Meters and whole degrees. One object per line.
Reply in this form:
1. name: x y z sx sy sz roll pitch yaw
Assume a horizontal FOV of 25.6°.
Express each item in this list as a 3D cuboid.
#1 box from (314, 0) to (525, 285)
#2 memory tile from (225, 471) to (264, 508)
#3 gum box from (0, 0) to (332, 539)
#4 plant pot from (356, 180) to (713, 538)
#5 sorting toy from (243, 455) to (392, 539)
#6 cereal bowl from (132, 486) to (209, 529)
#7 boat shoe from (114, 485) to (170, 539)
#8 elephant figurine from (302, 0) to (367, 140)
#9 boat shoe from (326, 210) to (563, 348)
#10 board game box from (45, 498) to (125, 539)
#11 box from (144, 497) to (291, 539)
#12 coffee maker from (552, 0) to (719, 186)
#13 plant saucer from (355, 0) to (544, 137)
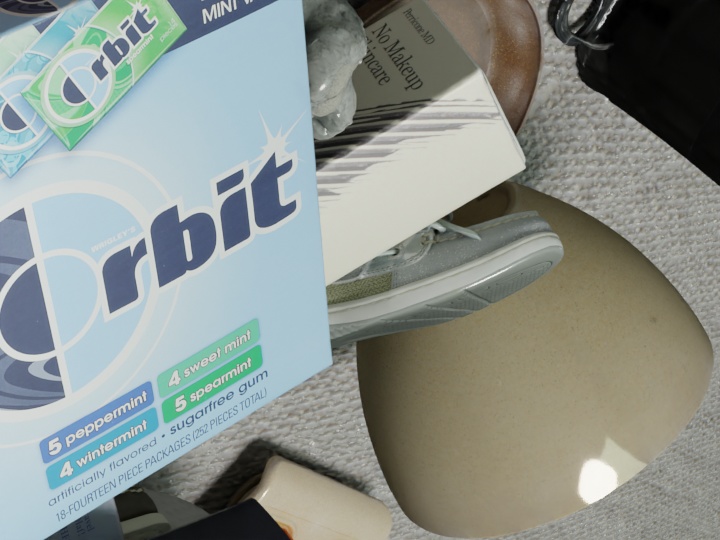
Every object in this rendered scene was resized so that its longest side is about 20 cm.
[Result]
1. box: -0.031 -0.039 0.747 0.200 0.082 0.068 -32 132 0
2. memory tile: -0.095 0.223 1.092 0.200 0.017 0.153 -48 149 4
3. gum box: -0.091 -0.013 0.552 0.170 0.045 0.200 -29 134 -30
4. plant pot: 0.075 0.031 0.877 0.200 0.200 0.135 -38 113 -13
5. sorting toy: -0.075 0.224 1.065 0.200 0.036 0.185 -49 148 4
6. cereal bowl: -0.146 0.204 0.907 0.200 0.083 0.200 -6 118 -11
7. boat shoe: -0.196 0.141 0.786 0.201 0.060 0.072 -17 152 -16
8. elephant figurine: -0.102 -0.059 0.631 0.200 0.155 0.142 -40 172 -27
9. boat shoe: 0.000 0.000 0.788 0.202 0.065 0.074 -16 171 23
10. board game box: -0.212 0.071 0.666 0.199 0.043 0.200 -23 113 -32
11. box: -0.120 0.227 0.744 0.200 0.123 0.198 -46 165 17
12. coffee maker: 0.234 -0.094 0.936 0.192 0.200 0.135 -17 138 -39
13. plant saucer: 0.016 -0.079 0.857 0.200 0.032 0.200 -30 145 -24
